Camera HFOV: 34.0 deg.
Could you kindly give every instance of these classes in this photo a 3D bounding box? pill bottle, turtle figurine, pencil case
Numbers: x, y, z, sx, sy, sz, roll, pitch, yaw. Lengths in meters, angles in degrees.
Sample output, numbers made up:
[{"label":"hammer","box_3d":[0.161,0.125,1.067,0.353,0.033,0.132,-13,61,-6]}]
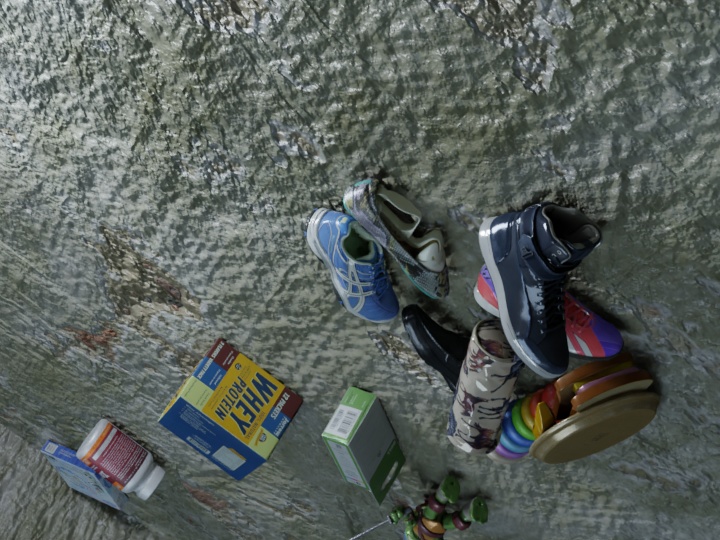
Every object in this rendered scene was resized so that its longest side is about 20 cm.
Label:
[{"label":"pill bottle","box_3d":[-0.570,0.457,2.820,0.199,0.114,0.113,39,151,-10]},{"label":"turtle figurine","box_3d":[0.122,0.464,2.065,0.194,0.198,0.145,-48,65,38]},{"label":"pencil case","box_3d":[0.175,0.163,1.608,0.088,0.078,0.202,9,128,-4]}]

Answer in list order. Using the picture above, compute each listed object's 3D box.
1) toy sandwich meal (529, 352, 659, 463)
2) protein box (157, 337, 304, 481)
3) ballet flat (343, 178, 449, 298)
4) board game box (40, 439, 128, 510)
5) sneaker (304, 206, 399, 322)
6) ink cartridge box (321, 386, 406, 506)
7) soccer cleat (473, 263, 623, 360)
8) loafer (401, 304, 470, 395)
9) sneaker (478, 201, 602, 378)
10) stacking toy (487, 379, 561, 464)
[{"label":"toy sandwich meal","box_3d":[0.298,0.183,1.535,0.206,0.202,0.071,107,146,-60]},{"label":"protein box","box_3d":[-0.242,0.260,2.172,0.197,0.136,0.200,37,151,-5]},{"label":"ballet flat","box_3d":[0.063,-0.042,1.492,0.200,0.073,0.072,45,149,-21]},{"label":"board game box","box_3d":[-0.756,0.561,3.235,0.197,0.044,0.200,17,146,27]},{"label":"sneaker","box_3d":[0.000,0.000,1.601,0.076,0.076,0.201,5,142,47]},{"label":"ink cartridge box","box_3d":[0.008,0.303,2.020,0.059,0.104,0.201,14,146,31]},{"label":"soccer cleat","box_3d":[0.235,0.045,1.451,0.198,0.068,0.074,27,139,12]},{"label":"loafer","box_3d":[0.130,0.114,1.663,0.070,0.069,0.201,-32,118,18]},{"label":"sneaker","box_3d":[0.223,0.021,1.351,0.145,0.076,0.205,-20,93,52]},{"label":"stacking toy","box_3d":[0.246,0.205,1.674,0.085,0.086,0.200,35,144,-4]}]
